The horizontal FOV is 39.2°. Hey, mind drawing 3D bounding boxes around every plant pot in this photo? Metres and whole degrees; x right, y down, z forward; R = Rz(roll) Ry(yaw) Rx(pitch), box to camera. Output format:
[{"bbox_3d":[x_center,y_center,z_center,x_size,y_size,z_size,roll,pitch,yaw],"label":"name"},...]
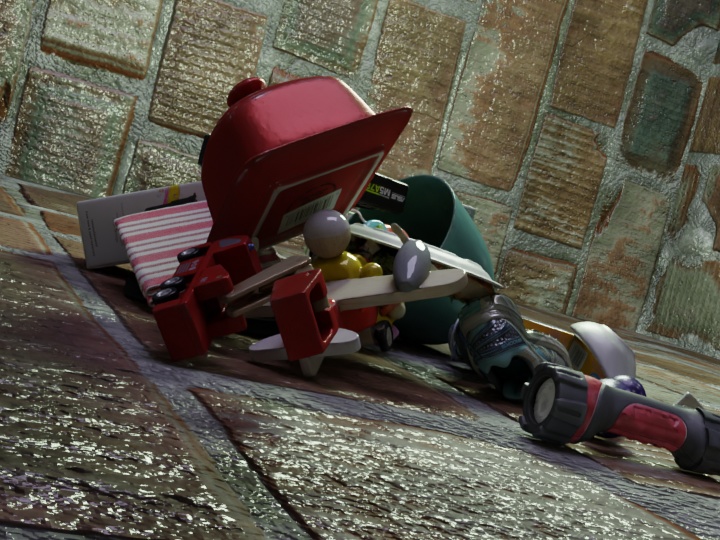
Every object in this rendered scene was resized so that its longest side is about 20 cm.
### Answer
[{"bbox_3d":[0.082,0.003,1.332,0.200,0.201,0.161,18,-21,52],"label":"plant pot"}]

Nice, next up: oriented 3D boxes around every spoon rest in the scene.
[{"bbox_3d":[0.306,0.122,1.168,0.099,0.061,0.200,42,2,-33],"label":"spoon rest"}]

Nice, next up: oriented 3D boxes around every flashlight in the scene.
[{"bbox_3d":[0.237,0.136,0.876,0.198,0.068,0.068,19,-3,-17],"label":"flashlight"}]

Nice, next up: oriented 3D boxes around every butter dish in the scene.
[{"bbox_3d":[-0.081,-0.123,0.991,0.199,0.148,0.200,-24,-17,-31],"label":"butter dish"}]

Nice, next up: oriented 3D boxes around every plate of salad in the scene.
[{"bbox_3d":[0.053,-0.004,1.060,0.198,0.048,0.200,18,0,0],"label":"plate of salad"}]

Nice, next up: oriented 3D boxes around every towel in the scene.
[{"bbox_3d":[-0.177,-0.023,1.081,0.145,0.030,0.200,-11,29,-19],"label":"towel"}]

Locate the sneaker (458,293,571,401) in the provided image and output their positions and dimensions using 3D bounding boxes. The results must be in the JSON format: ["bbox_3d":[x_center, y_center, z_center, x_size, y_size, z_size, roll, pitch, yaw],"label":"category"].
[{"bbox_3d":[0.167,0.107,1.070,0.077,0.087,0.200,-28,-41,25],"label":"sneaker"}]

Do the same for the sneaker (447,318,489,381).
[{"bbox_3d":[0.137,0.090,1.196,0.084,0.078,0.200,11,-9,25],"label":"sneaker"}]

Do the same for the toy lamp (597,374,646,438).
[{"bbox_3d":[0.252,0.134,1.011,0.058,0.059,0.200,16,1,18],"label":"toy lamp"}]

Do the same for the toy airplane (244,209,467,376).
[{"bbox_3d":[-0.032,0.016,0.917,0.198,0.143,0.199,-6,2,-27],"label":"toy airplane"}]

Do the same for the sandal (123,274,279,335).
[{"bbox_3d":[-0.149,0.029,1.053,0.198,0.043,0.076,15,3,3],"label":"sandal"}]

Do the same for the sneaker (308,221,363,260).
[{"bbox_3d":[-0.024,0.000,1.220,0.075,0.076,0.201,47,24,-26],"label":"sneaker"}]

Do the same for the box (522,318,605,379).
[{"bbox_3d":[0.225,0.101,1.345,0.199,0.042,0.119,15,-17,48],"label":"box"}]

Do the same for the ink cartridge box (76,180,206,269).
[{"bbox_3d":[-0.234,-0.060,1.254,0.198,0.087,0.148,-11,3,-3],"label":"ink cartridge box"}]

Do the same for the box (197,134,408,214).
[{"bbox_3d":[-0.071,-0.121,1.285,0.192,0.048,0.199,10,-3,41],"label":"box"}]

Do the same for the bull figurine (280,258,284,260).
[{"bbox_3d":[-0.127,0.013,1.290,0.198,0.066,0.121,14,6,25],"label":"bull figurine"}]

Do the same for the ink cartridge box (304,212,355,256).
[{"bbox_3d":[-0.022,-0.018,1.598,0.083,0.147,0.200,16,3,14],"label":"ink cartridge box"}]

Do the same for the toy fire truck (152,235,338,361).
[{"bbox_3d":[-0.085,0.016,0.787,0.140,0.049,0.200,-15,20,8],"label":"toy fire truck"}]

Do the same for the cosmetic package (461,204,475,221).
[{"bbox_3d":[0.094,-0.008,1.496,0.089,0.202,0.107,15,0,-21],"label":"cosmetic package"}]

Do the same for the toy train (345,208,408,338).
[{"bbox_3d":[0.000,0.000,1.155,0.150,0.201,0.055,32,-41,-28],"label":"toy train"}]
